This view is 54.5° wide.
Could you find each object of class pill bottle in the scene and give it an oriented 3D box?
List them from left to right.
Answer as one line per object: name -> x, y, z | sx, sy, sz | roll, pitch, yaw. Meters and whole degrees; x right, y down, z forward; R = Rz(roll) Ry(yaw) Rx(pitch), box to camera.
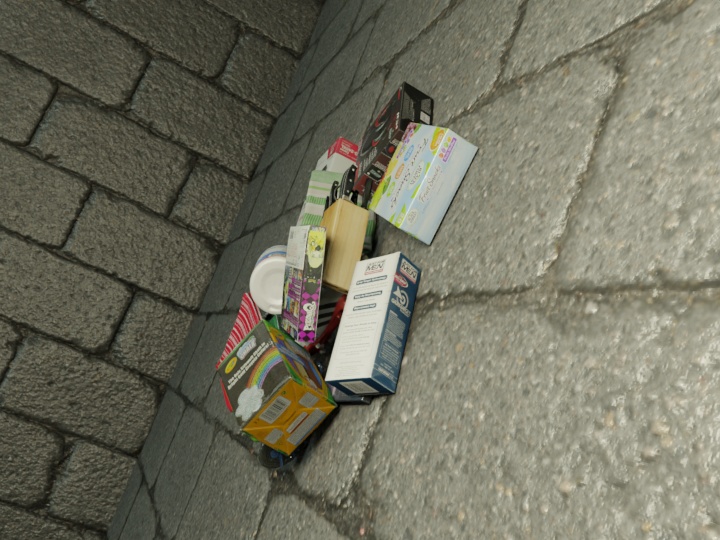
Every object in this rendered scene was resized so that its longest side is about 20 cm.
pill bottle -> -0.161, 0.012, 1.409 | 0.114, 0.110, 0.200 | -62, 7, 8

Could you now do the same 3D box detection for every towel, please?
towel -> -0.241, 0.164, 1.405 | 0.203, 0.022, 0.146 | -65, 33, 25
towel -> -0.038, -0.122, 1.387 | 0.024, 0.148, 0.204 | 96, -179, -50

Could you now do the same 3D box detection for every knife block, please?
knife block -> -0.024, -0.080, 1.214 | 0.179, 0.063, 0.201 | -63, 21, 19

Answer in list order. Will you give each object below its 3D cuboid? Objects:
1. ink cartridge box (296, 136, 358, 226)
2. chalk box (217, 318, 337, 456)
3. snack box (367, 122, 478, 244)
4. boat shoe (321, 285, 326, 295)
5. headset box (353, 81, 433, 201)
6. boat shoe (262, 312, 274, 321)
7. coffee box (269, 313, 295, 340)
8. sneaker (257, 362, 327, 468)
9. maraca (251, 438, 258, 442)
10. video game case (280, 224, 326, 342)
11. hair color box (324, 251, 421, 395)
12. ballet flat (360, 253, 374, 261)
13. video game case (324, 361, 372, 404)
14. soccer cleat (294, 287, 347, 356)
ink cartridge box -> -0.068, -0.184, 1.635 | 0.145, 0.082, 0.205 | -30, 39, 60
chalk box -> -0.149, 0.181, 1.178 | 0.125, 0.124, 0.201 | -44, 40, 7
snack box -> 0.097, -0.151, 1.159 | 0.172, 0.066, 0.200 | -63, 20, 6
boat shoe -> -0.069, 0.010, 1.438 | 0.068, 0.069, 0.200 | -64, 11, 7
headset box -> 0.056, -0.239, 1.366 | 0.200, 0.074, 0.151 | -47, 26, 44
boat shoe -> -0.164, 0.091, 1.483 | 0.199, 0.072, 0.069 | -42, -10, -29
coffee box -> -0.156, 0.156, 1.401 | 0.200, 0.120, 0.045 | -47, 50, 42
sneaker -> -0.122, 0.259, 1.257 | 0.203, 0.075, 0.077 | -59, 21, -13
maraca -> -0.187, 0.267, 1.374 | 0.199, 0.105, 0.140 | -25, 39, 63
video game case -> -0.101, 0.017, 1.195 | 0.200, 0.035, 0.187 | -172, 88, -75
hair color box -> 0.021, 0.081, 1.054 | 0.098, 0.060, 0.205 | -12, 54, 43
ballet flat -> 0.000, 0.000, 1.277 | 0.063, 0.068, 0.200 | -38, 17, -7
video game case -> -0.010, 0.151, 1.162 | 0.199, 0.019, 0.146 | -26, 43, 65
soccer cleat -> -0.083, 0.095, 1.291 | 0.201, 0.085, 0.068 | -52, -22, 23
